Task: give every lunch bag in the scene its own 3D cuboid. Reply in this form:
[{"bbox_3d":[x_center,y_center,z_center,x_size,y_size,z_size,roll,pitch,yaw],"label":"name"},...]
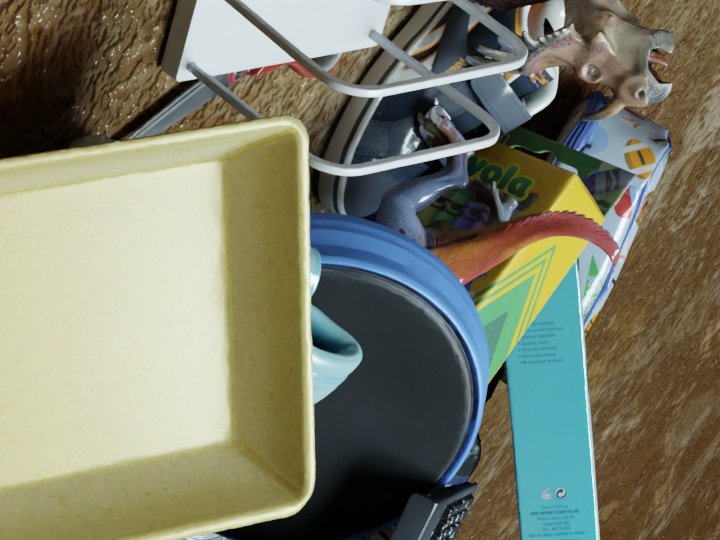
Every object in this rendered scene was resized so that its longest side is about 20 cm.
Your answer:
[{"bbox_3d":[0.127,-0.016,1.732,0.200,0.076,0.160,-61,-179,10],"label":"lunch bag"}]

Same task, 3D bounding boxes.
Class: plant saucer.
[{"bbox_3d":[-0.122,0.030,1.227,0.200,0.048,0.200,-10,113,-23],"label":"plant saucer"}]

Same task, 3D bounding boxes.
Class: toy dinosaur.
[{"bbox_3d":[0.000,0.000,1.437,0.182,0.200,0.105,-49,130,-19],"label":"toy dinosaur"},{"bbox_3d":[0.079,-0.162,1.385,0.086,0.200,0.136,0,110,-28],"label":"toy dinosaur"}]

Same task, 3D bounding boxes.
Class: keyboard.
[{"bbox_3d":[0.012,0.210,1.440,0.104,0.040,0.200,-7,124,-62],"label":"keyboard"}]

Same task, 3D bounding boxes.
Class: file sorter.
[{"bbox_3d":[0.016,-0.160,1.268,0.139,0.125,0.200,-14,133,-42],"label":"file sorter"}]

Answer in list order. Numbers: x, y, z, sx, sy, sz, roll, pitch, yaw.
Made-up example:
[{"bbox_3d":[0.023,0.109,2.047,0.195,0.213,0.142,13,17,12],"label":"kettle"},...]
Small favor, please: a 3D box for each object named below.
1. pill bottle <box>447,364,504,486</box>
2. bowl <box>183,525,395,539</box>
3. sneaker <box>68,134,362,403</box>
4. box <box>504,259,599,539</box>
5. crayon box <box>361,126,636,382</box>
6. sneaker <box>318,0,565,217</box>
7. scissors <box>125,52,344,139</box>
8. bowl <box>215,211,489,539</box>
[{"bbox_3d":[0.005,0.126,1.646,0.200,0.112,0.112,-61,157,9],"label":"pill bottle"},{"bbox_3d":[-0.041,0.158,1.546,0.094,0.201,0.201,-68,-176,-76],"label":"bowl"},{"bbox_3d":[-0.066,-0.007,1.308,0.082,0.074,0.200,-29,132,10],"label":"sneaker"},{"bbox_3d":[0.113,0.062,1.624,0.082,0.049,0.200,-79,163,-73],"label":"box"},{"bbox_3d":[0.048,-0.010,1.537,0.200,0.126,0.052,-53,139,-14],"label":"crayon box"},{"bbox_3d":[0.057,-0.104,1.511,0.200,0.079,0.078,-56,157,-1],"label":"sneaker"},{"bbox_3d":[-0.057,-0.112,1.357,0.200,0.014,0.073,-27,144,-49],"label":"scissors"},{"bbox_3d":[-0.031,0.064,1.418,0.039,0.201,0.201,-101,-155,-58],"label":"bowl"}]
